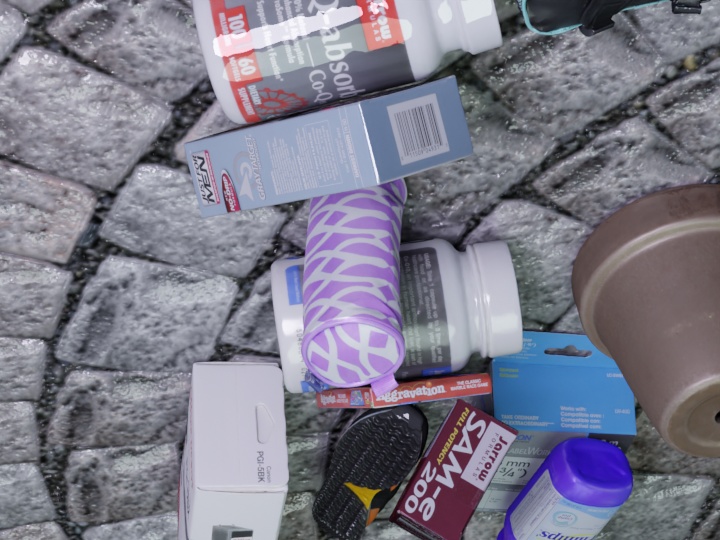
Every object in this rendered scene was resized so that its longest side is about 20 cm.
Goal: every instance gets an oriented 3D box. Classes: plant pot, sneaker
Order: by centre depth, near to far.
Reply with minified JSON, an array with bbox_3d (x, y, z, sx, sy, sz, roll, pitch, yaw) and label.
[{"bbox_3d":[0.290,0.055,1.474,0.199,0.175,0.201,-5,137,-5],"label":"plant pot"},{"bbox_3d":[0.018,0.169,1.626,0.070,0.090,0.200,34,135,5],"label":"sneaker"}]

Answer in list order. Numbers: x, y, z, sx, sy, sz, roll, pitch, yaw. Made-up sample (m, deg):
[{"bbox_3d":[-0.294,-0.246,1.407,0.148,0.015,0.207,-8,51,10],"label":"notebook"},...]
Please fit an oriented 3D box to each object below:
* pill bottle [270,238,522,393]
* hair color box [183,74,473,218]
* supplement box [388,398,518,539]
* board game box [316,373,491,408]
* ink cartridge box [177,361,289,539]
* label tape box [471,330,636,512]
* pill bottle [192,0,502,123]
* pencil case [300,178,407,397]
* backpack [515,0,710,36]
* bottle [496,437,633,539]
[{"bbox_3d":[0.030,0.034,1.452,0.199,0.114,0.114,-7,138,0],"label":"pill bottle"},{"bbox_3d":[-0.026,-0.087,1.253,0.099,0.061,0.199,-20,-173,-42],"label":"hair color box"},{"bbox_3d":[0.076,0.178,1.490,0.061,0.109,0.200,29,170,4],"label":"supplement box"},{"bbox_3d":[0.033,0.104,1.500,0.102,0.020,0.200,-7,178,-15],"label":"board game box"},{"bbox_3d":[-0.120,0.200,1.584,0.082,0.147,0.201,3,136,-9],"label":"ink cartridge box"},{"bbox_3d":[0.176,0.147,1.637,0.143,0.064,0.201,4,137,-14],"label":"label tape box"},{"bbox_3d":[-0.009,-0.179,1.212,0.199,0.116,0.116,-14,138,5],"label":"pill bottle"},{"bbox_3d":[0.000,0.000,1.350,0.084,0.201,0.085,-31,128,31],"label":"pencil case"},{"bbox_3d":[0.167,-0.272,1.108,0.175,0.154,0.201,-12,146,-13],"label":"backpack"},{"bbox_3d":[0.178,0.238,1.640,0.083,0.066,0.200,9,135,-23],"label":"bottle"}]
